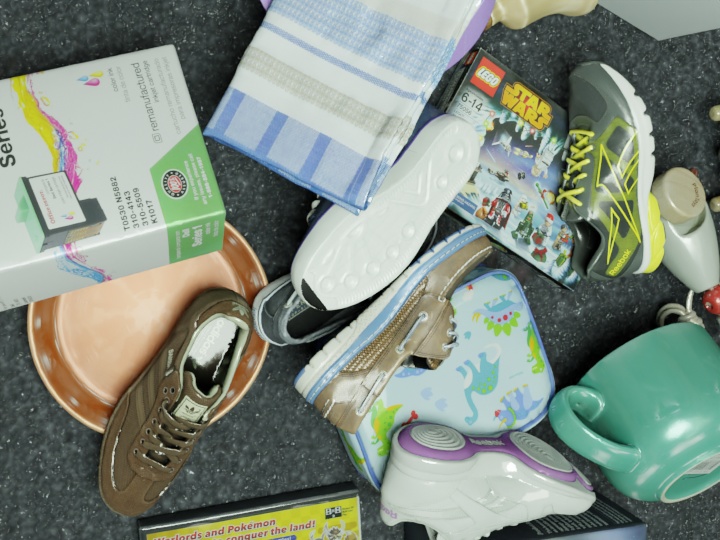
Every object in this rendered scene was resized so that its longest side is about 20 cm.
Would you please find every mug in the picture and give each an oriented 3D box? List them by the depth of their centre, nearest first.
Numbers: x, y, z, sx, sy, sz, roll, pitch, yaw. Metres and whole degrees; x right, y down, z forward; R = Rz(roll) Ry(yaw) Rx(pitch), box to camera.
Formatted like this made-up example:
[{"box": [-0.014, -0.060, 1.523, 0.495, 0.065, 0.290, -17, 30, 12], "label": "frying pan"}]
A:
[{"box": [0.269, 0.146, 0.855, 0.183, 0.115, 0.153, -24, 145, -4], "label": "mug"}]

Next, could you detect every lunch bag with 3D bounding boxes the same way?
[{"box": [0.067, 0.098, 0.834, 0.198, 0.082, 0.163, -26, 102, -14], "label": "lunch bag"}]

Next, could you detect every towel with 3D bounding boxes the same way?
[{"box": [-0.012, -0.158, 0.685, 0.146, 0.024, 0.202, 28, 86, 12], "label": "towel"}]

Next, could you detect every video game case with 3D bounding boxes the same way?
[{"box": [-0.091, 0.296, 0.835, 0.197, 0.025, 0.184, -6, 98, -17], "label": "video game case"}]

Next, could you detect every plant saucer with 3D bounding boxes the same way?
[{"box": [-0.172, 0.040, 0.776, 0.197, 0.032, 0.204, -2, 96, -19], "label": "plant saucer"}]

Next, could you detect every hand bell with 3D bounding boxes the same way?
[{"box": [0.097, -0.210, 0.790, 0.199, 0.104, 0.105, -38, 106, -14], "label": "hand bell"}]

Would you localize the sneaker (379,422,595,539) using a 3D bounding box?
[{"box": [0.105, 0.188, 0.796, 0.197, 0.075, 0.101, 13, 108, -18], "label": "sneaker"}]

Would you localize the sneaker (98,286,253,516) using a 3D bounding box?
[{"box": [-0.148, 0.105, 0.735, 0.070, 0.075, 0.202, 27, 87, -19], "label": "sneaker"}]

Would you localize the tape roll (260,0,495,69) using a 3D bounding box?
[{"box": [0.013, -0.249, 0.743, 0.197, 0.066, 0.203, -1, 81, 5], "label": "tape roll"}]

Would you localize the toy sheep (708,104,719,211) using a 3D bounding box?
[{"box": [0.410, -0.109, 0.904, 0.136, 0.138, 0.203, -14, 115, -16], "label": "toy sheep"}]

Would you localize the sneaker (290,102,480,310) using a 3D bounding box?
[{"box": [-0.009, -0.064, 0.762, 0.200, 0.146, 0.081, -47, 128, -14], "label": "sneaker"}]

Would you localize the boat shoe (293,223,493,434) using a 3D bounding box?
[{"box": [0.041, 0.048, 0.745, 0.200, 0.072, 0.072, -43, 82, -8], "label": "boat shoe"}]

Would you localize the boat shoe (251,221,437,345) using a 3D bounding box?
[{"box": [0.000, 0.000, 0.795, 0.199, 0.067, 0.073, -31, 108, -26], "label": "boat shoe"}]

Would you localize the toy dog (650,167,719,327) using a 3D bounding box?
[{"box": [0.333, -0.019, 0.891, 0.096, 0.131, 0.202, -39, 110, -26], "label": "toy dog"}]

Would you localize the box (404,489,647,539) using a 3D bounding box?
[{"box": [0.150, 0.324, 0.867, 0.195, 0.123, 0.203, -3, 97, -16], "label": "box"}]

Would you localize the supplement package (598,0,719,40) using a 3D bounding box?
[{"box": [0.290, -0.336, 0.822, 0.149, 0.152, 0.202, 23, 89, -20], "label": "supplement package"}]

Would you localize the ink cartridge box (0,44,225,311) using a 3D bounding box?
[{"box": [-0.216, -0.068, 0.697, 0.197, 0.084, 0.147, -16, 76, -16], "label": "ink cartridge box"}]

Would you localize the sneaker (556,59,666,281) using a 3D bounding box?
[{"box": [0.211, -0.082, 0.823, 0.084, 0.074, 0.203, -21, 101, -16], "label": "sneaker"}]

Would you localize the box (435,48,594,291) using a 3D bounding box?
[{"box": [0.147, -0.090, 0.862, 0.199, 0.040, 0.138, 30, 85, -18], "label": "box"}]
